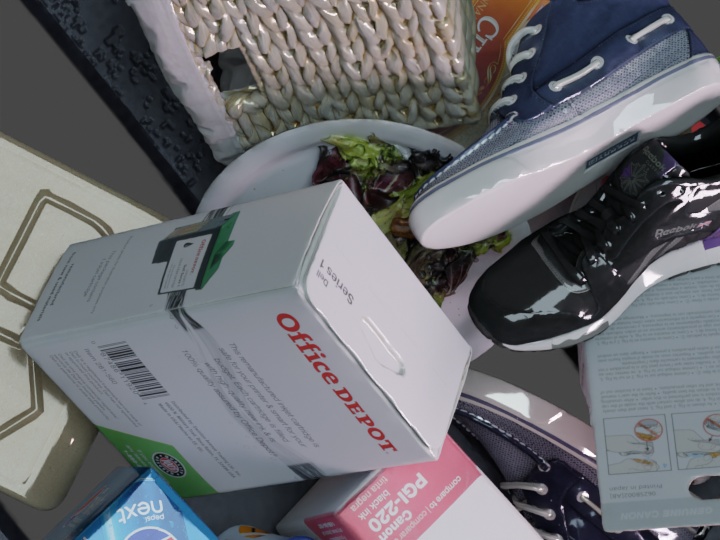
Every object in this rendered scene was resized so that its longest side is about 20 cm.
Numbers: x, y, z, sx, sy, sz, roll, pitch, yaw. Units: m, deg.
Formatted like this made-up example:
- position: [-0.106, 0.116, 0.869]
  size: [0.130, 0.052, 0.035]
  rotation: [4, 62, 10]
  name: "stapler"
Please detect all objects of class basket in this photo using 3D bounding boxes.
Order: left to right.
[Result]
- position: [-0.028, -0.192, 1.292]
  size: [0.161, 0.198, 0.200]
  rotation: [-7, 64, 9]
  name: "basket"

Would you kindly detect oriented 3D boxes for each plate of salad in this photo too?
- position: [0.000, 0.000, 1.345]
  size: [0.200, 0.048, 0.200]
  rotation: [2, 129, 2]
  name: "plate of salad"

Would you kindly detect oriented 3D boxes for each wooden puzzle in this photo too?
- position: [-0.225, 0.016, 1.359]
  size: [0.200, 0.046, 0.185]
  rotation: [28, 81, -13]
  name: "wooden puzzle"

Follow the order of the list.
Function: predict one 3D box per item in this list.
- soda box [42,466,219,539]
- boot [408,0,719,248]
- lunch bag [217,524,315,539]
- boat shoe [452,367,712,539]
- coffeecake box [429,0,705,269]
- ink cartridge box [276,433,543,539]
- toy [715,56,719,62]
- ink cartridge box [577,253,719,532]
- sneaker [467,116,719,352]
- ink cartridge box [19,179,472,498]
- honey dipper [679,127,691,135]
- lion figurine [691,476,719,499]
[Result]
- position: [-0.127, 0.152, 1.285]
  size: [0.068, 0.200, 0.064]
  rotation: [-44, 95, -11]
  name: "soda box"
- position: [0.098, -0.090, 1.292]
  size: [0.200, 0.073, 0.090]
  rotation: [-27, 71, -16]
  name: "boot"
- position: [-0.047, 0.245, 1.313]
  size: [0.160, 0.076, 0.200]
  rotation: [-46, 123, -31]
  name: "lunch bag"
- position: [0.114, 0.138, 1.393]
  size: [0.200, 0.075, 0.093]
  rotation: [31, 80, -14]
  name: "boat shoe"
- position: [0.083, -0.081, 1.411]
  size: [0.200, 0.073, 0.154]
  rotation: [37, 79, -7]
  name: "coffeecake box"
- position: [0.060, 0.188, 1.346]
  size: [0.200, 0.146, 0.085]
  rotation: [46, 72, -4]
  name: "ink cartridge box"
- position: [0.247, -0.038, 1.426]
  size: [0.047, 0.115, 0.200]
  rotation: [-12, 89, 5]
  name: "toy"
- position: [0.203, 0.064, 1.294]
  size: [0.162, 0.057, 0.200]
  rotation: [-5, 55, 4]
  name: "ink cartridge box"
- position: [0.144, -0.032, 1.293]
  size: [0.200, 0.088, 0.076]
  rotation: [-27, 51, -14]
  name: "sneaker"
- position: [-0.060, 0.043, 1.284]
  size: [0.146, 0.200, 0.084]
  rotation: [52, 42, -33]
  name: "ink cartridge box"
- position: [0.186, -0.023, 1.385]
  size: [0.038, 0.038, 0.200]
  rotation: [-13, 128, -12]
  name: "honey dipper"
- position: [0.255, 0.086, 1.365]
  size: [0.123, 0.200, 0.072]
  rotation: [-47, 107, -20]
  name: "lion figurine"
